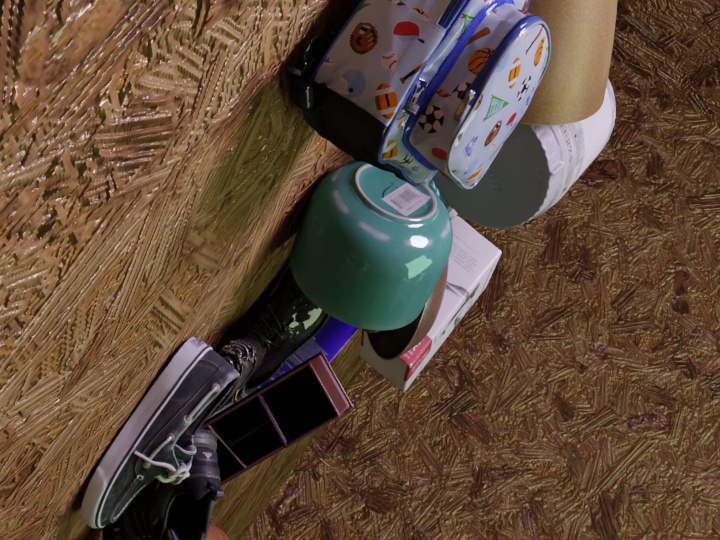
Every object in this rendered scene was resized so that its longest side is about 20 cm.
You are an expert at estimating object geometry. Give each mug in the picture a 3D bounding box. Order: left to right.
[{"bbox_3d":[0.013,-0.046,0.965,0.187,0.150,0.115,-105,-149,-45],"label":"mug"}]

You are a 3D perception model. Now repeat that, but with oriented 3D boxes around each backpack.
[{"bbox_3d":[0.057,-0.163,0.715,0.193,0.152,0.200,-66,169,3],"label":"backpack"}]

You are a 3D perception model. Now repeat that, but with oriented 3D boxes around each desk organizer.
[{"bbox_3d":[-0.113,0.170,1.028,0.198,0.072,0.077,-31,177,6],"label":"desk organizer"}]

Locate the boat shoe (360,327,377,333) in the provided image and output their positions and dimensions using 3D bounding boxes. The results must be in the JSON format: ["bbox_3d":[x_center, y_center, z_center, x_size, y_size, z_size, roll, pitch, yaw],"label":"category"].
[{"bbox_3d":[0.000,0.000,1.095,0.202,0.070,0.062,-104,-164,-64],"label":"boat shoe"}]

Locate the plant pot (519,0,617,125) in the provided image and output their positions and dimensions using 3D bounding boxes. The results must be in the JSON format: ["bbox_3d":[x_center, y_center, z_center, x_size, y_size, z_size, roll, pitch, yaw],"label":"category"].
[{"bbox_3d":[0.170,-0.272,0.911,0.187,0.184,0.202,-47,156,-46],"label":"plant pot"}]

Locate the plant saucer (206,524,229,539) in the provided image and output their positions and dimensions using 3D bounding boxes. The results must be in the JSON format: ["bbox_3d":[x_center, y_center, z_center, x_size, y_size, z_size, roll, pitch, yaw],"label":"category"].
[{"bbox_3d":[-0.236,0.332,1.043,0.197,0.038,0.200,-21,-166,5],"label":"plant saucer"}]

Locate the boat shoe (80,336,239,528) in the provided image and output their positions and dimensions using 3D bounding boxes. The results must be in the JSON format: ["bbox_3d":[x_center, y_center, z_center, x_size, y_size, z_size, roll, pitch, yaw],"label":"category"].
[{"bbox_3d":[-0.180,0.161,0.874,0.201,0.068,0.074,-55,173,0],"label":"boat shoe"}]

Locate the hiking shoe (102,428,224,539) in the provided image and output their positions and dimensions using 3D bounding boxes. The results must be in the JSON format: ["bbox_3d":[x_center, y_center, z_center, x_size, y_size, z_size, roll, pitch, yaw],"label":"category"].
[{"bbox_3d":[-0.199,0.252,0.951,0.201,0.075,0.101,-57,-144,26],"label":"hiking shoe"}]

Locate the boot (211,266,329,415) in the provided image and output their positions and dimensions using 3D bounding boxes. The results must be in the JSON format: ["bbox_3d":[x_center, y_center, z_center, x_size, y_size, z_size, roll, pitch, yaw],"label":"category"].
[{"bbox_3d":[-0.103,0.076,0.999,0.201,0.069,0.174,-55,174,14],"label":"boot"}]

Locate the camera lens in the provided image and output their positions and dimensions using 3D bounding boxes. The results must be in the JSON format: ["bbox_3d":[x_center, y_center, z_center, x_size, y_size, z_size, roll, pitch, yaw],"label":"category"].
[{"bbox_3d":[0.180,-0.155,1.059,0.200,0.159,0.161,-43,166,-45],"label":"camera lens"}]

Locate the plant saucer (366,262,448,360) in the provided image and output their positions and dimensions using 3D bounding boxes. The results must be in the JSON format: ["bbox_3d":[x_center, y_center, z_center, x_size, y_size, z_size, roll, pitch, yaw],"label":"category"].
[{"bbox_3d":[0.053,0.003,1.101,0.200,0.034,0.204,-172,-90,-71],"label":"plant saucer"}]

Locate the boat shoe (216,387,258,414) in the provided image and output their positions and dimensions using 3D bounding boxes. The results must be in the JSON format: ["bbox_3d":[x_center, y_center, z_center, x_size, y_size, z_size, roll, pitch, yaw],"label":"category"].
[{"bbox_3d":[-0.158,0.204,1.175,0.072,0.071,0.200,-50,172,23],"label":"boat shoe"}]

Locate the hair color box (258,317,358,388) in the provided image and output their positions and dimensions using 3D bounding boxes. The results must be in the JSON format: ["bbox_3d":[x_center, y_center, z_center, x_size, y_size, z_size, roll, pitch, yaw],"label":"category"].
[{"bbox_3d":[-0.053,0.084,1.249,0.201,0.065,0.109,-50,-176,-5],"label":"hair color box"}]

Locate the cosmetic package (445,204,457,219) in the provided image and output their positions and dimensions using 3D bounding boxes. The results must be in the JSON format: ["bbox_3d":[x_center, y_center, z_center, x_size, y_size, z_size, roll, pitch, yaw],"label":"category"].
[{"bbox_3d":[0.069,-0.079,1.298,0.202,0.107,0.085,-60,170,24],"label":"cosmetic package"}]

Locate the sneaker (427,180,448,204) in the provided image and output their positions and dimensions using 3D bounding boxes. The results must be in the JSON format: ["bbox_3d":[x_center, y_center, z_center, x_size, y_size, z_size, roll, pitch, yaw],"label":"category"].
[{"bbox_3d":[0.117,-0.161,1.173,0.078,0.089,0.203,136,-26,-62],"label":"sneaker"}]

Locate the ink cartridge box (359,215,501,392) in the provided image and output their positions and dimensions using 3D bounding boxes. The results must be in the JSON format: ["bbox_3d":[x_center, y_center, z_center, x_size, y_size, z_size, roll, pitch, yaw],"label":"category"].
[{"bbox_3d":[0.091,0.046,1.275,0.201,0.083,0.147,-50,168,-15],"label":"ink cartridge box"}]
